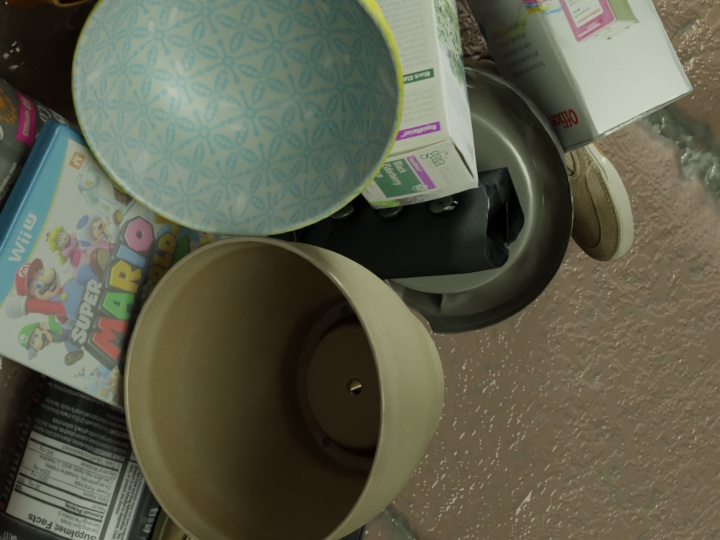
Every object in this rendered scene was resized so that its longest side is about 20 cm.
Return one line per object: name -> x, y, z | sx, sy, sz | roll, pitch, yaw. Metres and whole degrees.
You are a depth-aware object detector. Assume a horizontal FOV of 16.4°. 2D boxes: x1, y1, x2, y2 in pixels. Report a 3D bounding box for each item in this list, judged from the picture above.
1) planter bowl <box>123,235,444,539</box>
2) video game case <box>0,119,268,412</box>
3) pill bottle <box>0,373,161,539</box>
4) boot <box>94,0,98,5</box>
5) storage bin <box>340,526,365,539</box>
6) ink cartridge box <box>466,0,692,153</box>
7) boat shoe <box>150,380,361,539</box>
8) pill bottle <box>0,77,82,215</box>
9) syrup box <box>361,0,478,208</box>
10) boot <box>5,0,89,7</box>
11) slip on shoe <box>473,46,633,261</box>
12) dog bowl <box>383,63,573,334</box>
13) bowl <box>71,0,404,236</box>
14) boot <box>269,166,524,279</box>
planter bowl -> -0.031, 0.076, 1.581 | 0.135, 0.200, 0.200 | -4, 104, -56
video game case -> -0.152, 0.009, 1.584 | 0.200, 0.018, 0.143 | 29, 84, -42
pill bottle -> -0.182, 0.139, 1.681 | 0.106, 0.106, 0.200 | 19, 89, -38
boot -> -0.102, -0.194, 1.654 | 0.073, 0.151, 0.200 | 36, 40, -73
storage bin -> -0.077, 0.176, 1.778 | 0.135, 0.094, 0.200 | 13, 92, -39
ink cartridge box -> 0.139, -0.189, 1.777 | 0.085, 0.145, 0.200 | -25, 93, -12
boat shoe -> -0.067, 0.140, 1.678 | 0.073, 0.063, 0.200 | 44, 74, -36
pill bottle -> -0.222, -0.050, 1.601 | 0.200, 0.116, 0.116 | 33, 80, -38
syrup box -> 0.023, -0.150, 1.684 | 0.079, 0.081, 0.200 | 50, 31, -62
boot -> -0.149, -0.226, 1.598 | 0.201, 0.144, 0.071 | -40, 122, -24
slip on shoe -> 0.143, -0.087, 1.895 | 0.061, 0.076, 0.200 | -38, 118, -31
dog bowl -> 0.057, -0.057, 1.778 | 0.059, 0.200, 0.200 | -55, 140, -66
bowl -> -0.070, -0.131, 1.539 | 0.200, 0.108, 0.200 | 2, 121, 4
boot -> 0.000, -0.001, 1.694 | 0.165, 0.200, 0.066 | -73, 153, -45
